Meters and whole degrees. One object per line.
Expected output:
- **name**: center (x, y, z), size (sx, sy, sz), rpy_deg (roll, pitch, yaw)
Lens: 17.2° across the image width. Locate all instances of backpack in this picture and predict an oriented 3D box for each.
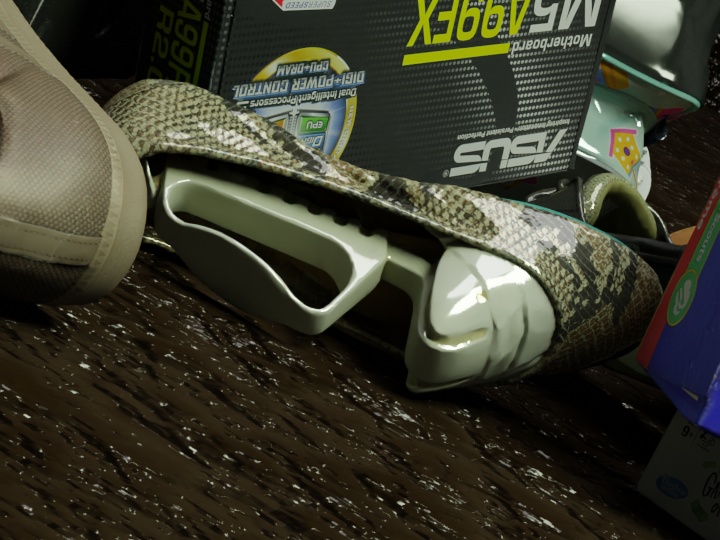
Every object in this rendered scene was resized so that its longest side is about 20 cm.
- **backpack**: center (0.055, -0.101, 1.057), size (0.175, 0.155, 0.200), rpy_deg (22, -10, -13)

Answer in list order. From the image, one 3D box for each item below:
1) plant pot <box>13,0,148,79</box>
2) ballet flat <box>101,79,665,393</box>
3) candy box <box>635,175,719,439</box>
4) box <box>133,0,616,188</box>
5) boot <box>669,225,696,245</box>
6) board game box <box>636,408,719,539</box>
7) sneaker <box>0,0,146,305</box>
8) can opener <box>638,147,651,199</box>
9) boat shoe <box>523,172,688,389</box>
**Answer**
- **plant pot**: center (-0.141, -0.172, 0.856), size (0.177, 0.201, 0.199), rpy_deg (31, 11, 10)
- **ballet flat**: center (0.000, 0.000, 0.766), size (0.198, 0.068, 0.075), rpy_deg (21, 33, -1)
- **candy box**: center (0.213, 0.001, 0.761), size (0.199, 0.170, 0.077), rpy_deg (23, 8, -17)
- **box**: center (0.015, -0.105, 0.857), size (0.199, 0.161, 0.044), rpy_deg (-10, 32, -41)
- **boot**: center (0.159, 0.022, 0.962), size (0.199, 0.077, 0.155), rpy_deg (26, 12, 38)
- **board game box**: center (0.197, 0.099, 0.811), size (0.134, 0.034, 0.199), rpy_deg (34, 13, 33)
- **sneaker**: center (-0.136, -0.059, 0.662), size (0.075, 0.071, 0.200), rpy_deg (14, 16, -46)
- **can opener**: center (0.085, -0.083, 1.404), size (0.199, 0.053, 0.066), rpy_deg (25, -24, -21)
- **boat shoe**: center (0.089, -0.003, 0.882), size (0.071, 0.067, 0.200), rpy_deg (8, 10, -45)
